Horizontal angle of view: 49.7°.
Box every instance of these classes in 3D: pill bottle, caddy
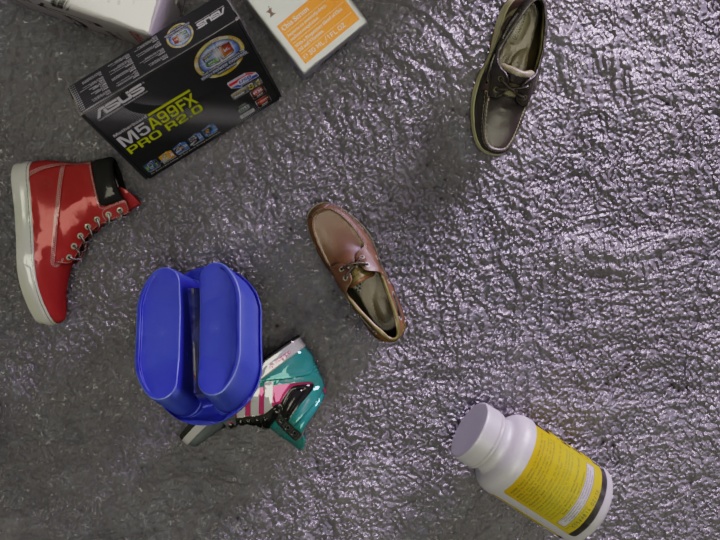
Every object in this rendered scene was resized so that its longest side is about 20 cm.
[{"bbox_3d":[0.222,0.261,1.025,0.199,0.111,0.112,33,94,-10],"label":"pill bottle"},{"bbox_3d":[-0.193,0.084,0.947,0.140,0.105,0.202,-5,71,6],"label":"caddy"}]

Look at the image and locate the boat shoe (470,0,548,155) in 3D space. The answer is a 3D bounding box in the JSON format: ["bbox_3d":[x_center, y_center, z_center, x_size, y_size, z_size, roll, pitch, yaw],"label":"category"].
[{"bbox_3d":[0.186,-0.244,0.970,0.073,0.065,0.202,8,99,-8],"label":"boat shoe"}]

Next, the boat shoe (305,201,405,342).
[{"bbox_3d":[0.000,0.000,0.987,0.072,0.068,0.201,-34,99,2],"label":"boat shoe"}]

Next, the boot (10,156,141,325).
[{"bbox_3d":[-0.339,-0.036,0.951,0.143,0.072,0.202,-4,95,-6],"label":"boot"}]

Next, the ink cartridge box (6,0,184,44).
[{"bbox_3d":[-0.309,-0.321,0.871,0.199,0.146,0.085,17,95,-7],"label":"ink cartridge box"}]

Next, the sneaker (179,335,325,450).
[{"bbox_3d":[-0.123,0.190,1.001,0.200,0.084,0.121,-38,90,0],"label":"sneaker"}]

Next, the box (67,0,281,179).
[{"bbox_3d":[-0.205,-0.204,0.893,0.199,0.160,0.044,-31,68,-1],"label":"box"}]

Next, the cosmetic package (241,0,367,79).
[{"bbox_3d":[-0.092,-0.341,0.927,0.101,0.071,0.200,-39,99,1],"label":"cosmetic package"}]
